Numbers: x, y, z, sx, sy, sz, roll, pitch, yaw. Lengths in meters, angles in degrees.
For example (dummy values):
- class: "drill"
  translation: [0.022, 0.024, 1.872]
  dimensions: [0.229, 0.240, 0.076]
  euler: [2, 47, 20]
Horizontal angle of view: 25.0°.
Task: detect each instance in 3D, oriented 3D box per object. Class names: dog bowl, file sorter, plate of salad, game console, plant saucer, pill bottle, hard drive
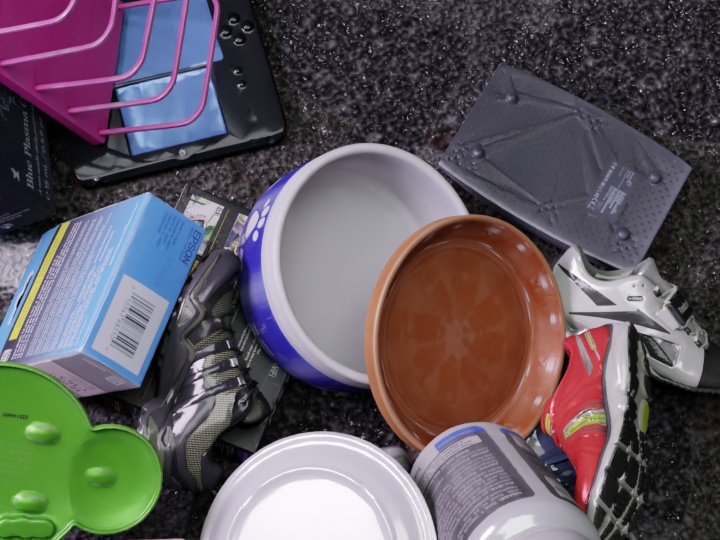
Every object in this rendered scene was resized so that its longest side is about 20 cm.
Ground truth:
- class: "dog bowl"
  translation: [0.000, 0.000, 1.347]
  dimensions: [0.199, 0.079, 0.202]
  euler: [5, 79, -29]
- class: "file sorter"
  translation: [-0.221, -0.213, 1.344]
  dimensions: [0.125, 0.200, 0.140]
  euler: [-5, 68, 27]
- class: "plate of salad"
  translation: [-0.032, 0.224, 1.236]
  dimensions: [0.199, 0.048, 0.202]
  euler: [-6, 74, 21]
- class: "game console"
  translation: [-0.181, -0.176, 1.471]
  dimensions: [0.199, 0.031, 0.178]
  euler: [-14, 70, -9]
- class: "plant saucer"
  translation: [0.084, 0.056, 1.318]
  dimensions: [0.199, 0.032, 0.202]
  euler: [0, 90, -35]
- class: "pill bottle"
  translation: [0.113, 0.203, 1.208]
  dimensions: [0.113, 0.200, 0.115]
  euler: [-5, 110, -13]
- class: "hard drive"
  translation: [0.182, -0.087, 1.457]
  dimensions: [0.199, 0.042, 0.135]
  euler: [30, 69, 7]

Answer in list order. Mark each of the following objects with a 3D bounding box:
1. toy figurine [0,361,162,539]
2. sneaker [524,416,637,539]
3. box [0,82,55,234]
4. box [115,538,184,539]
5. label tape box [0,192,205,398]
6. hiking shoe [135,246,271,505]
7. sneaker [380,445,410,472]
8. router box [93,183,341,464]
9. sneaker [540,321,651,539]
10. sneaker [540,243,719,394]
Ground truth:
- class: "toy figurine"
  translation: [-0.266, 0.137, 1.267]
  dimensions: [0.199, 0.184, 0.151]
  euler: [9, 93, -18]
- class: "sneaker"
  translation: [0.189, 0.199, 1.324]
  dimensions: [0.070, 0.082, 0.201]
  euler: [-23, 72, -13]
- class: "box"
  translation: [-0.357, -0.146, 1.340]
  dimensions: [0.117, 0.200, 0.198]
  euler: [-17, 69, 16]
- class: "box"
  translation: [-0.231, 0.266, 1.256]
  dimensions: [0.198, 0.103, 0.095]
  euler: [-1, 68, -3]
- class: "label tape box"
  translation: [-0.223, 0.028, 1.328]
  dimensions: [0.066, 0.200, 0.144]
  euler: [32, 65, -26]
- class: "hiking shoe"
  translation: [-0.117, 0.084, 1.303]
  dimensions: [0.100, 0.076, 0.201]
  euler: [17, 82, -8]
- class: "sneaker"
  translation: [-0.035, 0.217, 1.317]
  dimensions: [0.200, 0.075, 0.082]
  euler: [-36, 89, -10]
- class: "router box"
  translation: [-0.120, 0.045, 1.376]
  dimensions: [0.148, 0.051, 0.201]
  euler: [22, 69, 2]
- class: "sneaker"
  translation: [0.186, 0.135, 1.307]
  dimensions: [0.084, 0.077, 0.201]
  euler: [-10, 49, 28]
- class: "sneaker"
  translation: [0.252, 0.040, 1.380]
  dimensions: [0.199, 0.074, 0.089]
  euler: [23, 104, 3]
